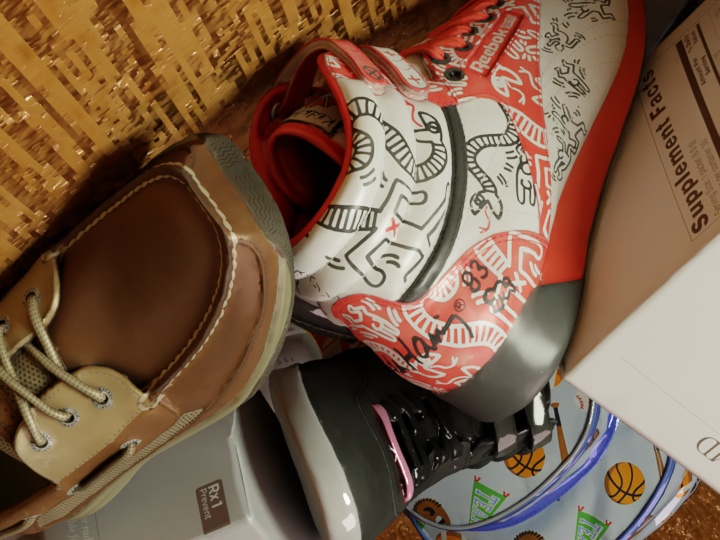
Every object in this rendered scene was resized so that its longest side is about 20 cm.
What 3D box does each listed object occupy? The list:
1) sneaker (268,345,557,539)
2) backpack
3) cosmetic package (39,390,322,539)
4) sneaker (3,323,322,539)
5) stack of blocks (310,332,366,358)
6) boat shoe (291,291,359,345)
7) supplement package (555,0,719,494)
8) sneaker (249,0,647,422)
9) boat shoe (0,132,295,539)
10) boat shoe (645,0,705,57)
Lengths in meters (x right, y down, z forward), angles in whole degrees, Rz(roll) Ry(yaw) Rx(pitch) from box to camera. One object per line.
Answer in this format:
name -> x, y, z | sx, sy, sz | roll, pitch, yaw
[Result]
sneaker -> 0.024, 0.055, 0.870 | 0.098, 0.071, 0.200 | -16, -176, 5
backpack -> 0.085, 0.071, 1.214 | 0.200, 0.191, 0.154 | -42, 170, 21
cosmetic package -> -0.047, 0.124, 0.879 | 0.090, 0.107, 0.200 | -25, 133, 9
sneaker -> -0.083, 0.101, 0.993 | 0.199, 0.092, 0.076 | -35, 171, -27
stack of blocks -> 0.021, 0.038, 1.067 | 0.200, 0.059, 0.115 | -43, -160, 14
boat shoe -> 0.000, 0.000, 0.927 | 0.057, 0.067, 0.200 | -48, 172, 24
supplement package -> 0.165, -0.031, 0.742 | 0.200, 0.121, 0.120 | -45, -153, 22
sneaker -> 0.028, -0.060, 0.746 | 0.067, 0.108, 0.203 | -30, -144, 46
boat shoe -> -0.089, 0.035, 0.720 | 0.074, 0.076, 0.200 | -26, 164, -41
boat shoe -> 0.096, -0.091, 0.850 | 0.201, 0.071, 0.066 | -57, -154, 28
